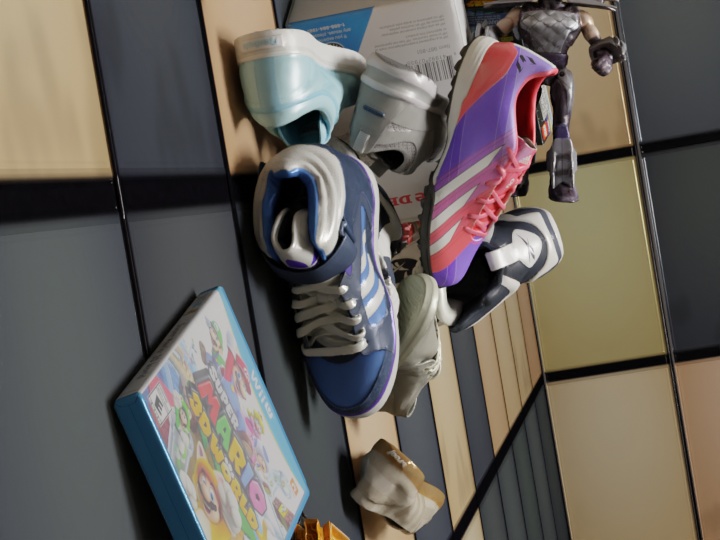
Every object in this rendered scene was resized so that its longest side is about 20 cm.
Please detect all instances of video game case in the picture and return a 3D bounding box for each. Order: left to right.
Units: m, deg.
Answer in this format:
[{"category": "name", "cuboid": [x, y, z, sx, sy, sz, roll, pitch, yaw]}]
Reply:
[{"category": "video game case", "cuboid": [-0.077, 0.102, 0.983, 0.200, 0.018, 0.144, -64, 133, -73]}]

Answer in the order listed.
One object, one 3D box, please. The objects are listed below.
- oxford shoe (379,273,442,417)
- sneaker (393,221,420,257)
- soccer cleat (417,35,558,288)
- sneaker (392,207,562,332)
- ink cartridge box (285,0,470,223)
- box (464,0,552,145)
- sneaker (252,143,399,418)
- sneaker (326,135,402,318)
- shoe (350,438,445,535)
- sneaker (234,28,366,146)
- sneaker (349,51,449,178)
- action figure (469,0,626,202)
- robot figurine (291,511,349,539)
[{"category": "oxford shoe", "cuboid": [0.042, 0.063, 1.427, 0.200, 0.057, 0.076, 112, -7, -59]}, {"category": "sneaker", "cuboid": [0.042, -0.088, 1.766, 0.200, 0.077, 0.083, 82, 0, -61]}, {"category": "soccer cleat", "cuboid": [0.096, -0.077, 1.367, 0.068, 0.073, 0.202, -15, 120, -64]}, {"category": "sneaker", "cuboid": [0.064, 0.012, 1.498, 0.129, 0.198, 0.080, -21, 94, -57]}, {"category": "ink cartridge box", "cuboid": [0.031, -0.149, 1.523, 0.084, 0.144, 0.201, -83, 161, -59]}, {"category": "box", "cuboid": [0.066, -0.178, 1.590, 0.040, 0.199, 0.138, -56, 138, -49]}, {"category": "sneaker", "cuboid": [-0.033, 0.010, 1.252, 0.146, 0.080, 0.202, -3, 91, -68]}, {"category": "sneaker", "cuboid": [0.000, 0.000, 1.395, 0.129, 0.079, 0.201, 18, 53, -69]}, {"category": "shoe", "cuboid": [0.026, 0.185, 1.475, 0.054, 0.070, 0.200, -54, 164, -8]}, {"category": "sneaker", "cuboid": [-0.044, -0.125, 1.317, 0.200, 0.073, 0.083, 3, 82, -70]}, {"category": "sneaker", "cuboid": [0.030, -0.111, 1.397, 0.082, 0.074, 0.200, -61, 158, 1]}, {"category": "action figure", "cuboid": [0.157, -0.161, 1.481, 0.069, 0.129, 0.202, -25, 118, -72]}, {"category": "robot figurine", "cuboid": [-0.021, 0.226, 1.136, 0.200, 0.058, 0.146, 66, 16, -57]}]
